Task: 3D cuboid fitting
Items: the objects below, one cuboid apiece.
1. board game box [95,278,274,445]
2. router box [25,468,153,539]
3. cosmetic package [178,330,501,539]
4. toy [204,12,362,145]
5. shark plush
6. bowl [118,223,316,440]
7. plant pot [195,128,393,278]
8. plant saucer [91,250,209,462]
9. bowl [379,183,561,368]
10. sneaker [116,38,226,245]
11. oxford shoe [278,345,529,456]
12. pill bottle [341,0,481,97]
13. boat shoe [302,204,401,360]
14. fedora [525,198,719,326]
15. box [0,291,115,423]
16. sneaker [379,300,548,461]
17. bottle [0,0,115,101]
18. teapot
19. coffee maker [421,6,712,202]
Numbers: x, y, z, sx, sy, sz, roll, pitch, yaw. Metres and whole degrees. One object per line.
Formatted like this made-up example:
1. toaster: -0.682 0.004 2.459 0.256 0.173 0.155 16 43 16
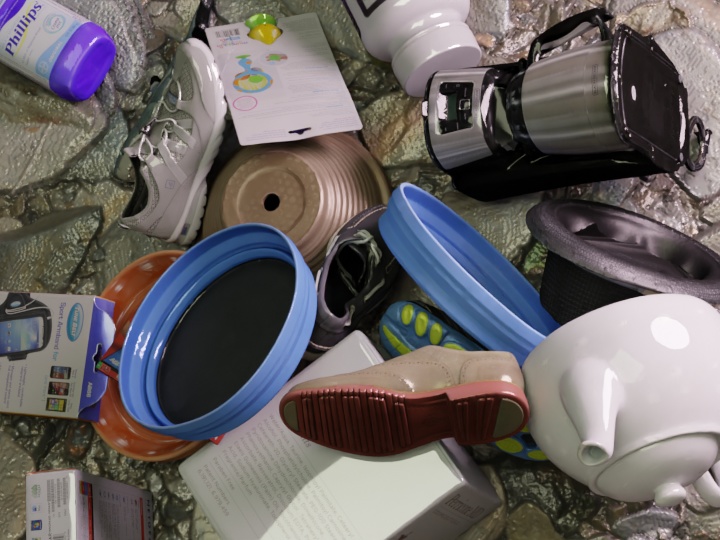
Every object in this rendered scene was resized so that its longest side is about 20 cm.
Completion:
1. board game box: -0.155 0.077 1.412 0.200 0.019 0.103 22 73 50
2. router box: -0.236 0.288 1.413 0.049 0.179 0.201 -8 73 13
3. cosmetic package: -0.015 0.188 1.384 0.200 0.167 0.167 -38 69 4
4. toy: -0.076 -0.173 1.526 0.115 0.047 0.200 -9 45 -10
5. shark plush: -0.194 -0.185 1.586 0.083 0.091 0.201 2 81 48
6. bowl: -0.120 0.054 1.349 0.200 0.039 0.201 -26 43 27
7. plant pot: -0.071 -0.051 1.502 0.200 0.093 0.202 -4 76 15
8. plant saucer: -0.183 0.082 1.507 0.199 0.032 0.201 -8 74 30
9. bowl: 0.095 0.007 1.378 0.039 0.200 0.201 -47 69 12
10. sneaker: -0.180 -0.119 1.494 0.075 0.082 0.201 36 119 58
11. oxford shoe: 0.035 0.100 1.283 0.199 0.071 0.075 0 39 2
12. pill bottle: 0.037 -0.271 1.518 0.111 0.111 0.201 -27 71 7
13. boat shoe: 0.000 0.000 1.400 0.073 0.063 0.200 42 45 -5
14. fedora: 0.225 0.013 1.377 0.200 0.200 0.092 29 112 20
15. box: -0.318 0.082 1.543 0.199 0.041 0.120 3 80 24
16. sneaker: 0.108 0.091 1.425 0.199 0.083 0.071 39 111 6
17. bottle: -0.350 -0.250 1.643 0.200 0.065 0.084 31 87 20
18. teapot: 0.231 0.122 1.289 0.199 0.198 0.147 -10 62 -14
19. coffee maker: 0.181 -0.124 1.425 0.199 0.192 0.135 -7 50 35
